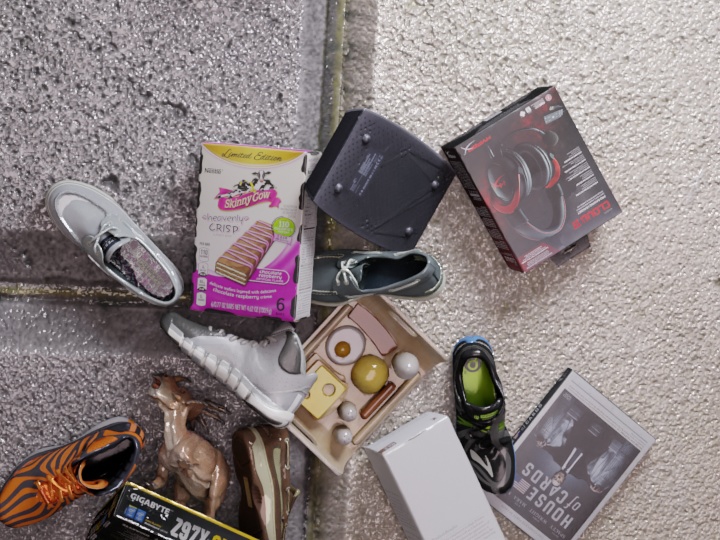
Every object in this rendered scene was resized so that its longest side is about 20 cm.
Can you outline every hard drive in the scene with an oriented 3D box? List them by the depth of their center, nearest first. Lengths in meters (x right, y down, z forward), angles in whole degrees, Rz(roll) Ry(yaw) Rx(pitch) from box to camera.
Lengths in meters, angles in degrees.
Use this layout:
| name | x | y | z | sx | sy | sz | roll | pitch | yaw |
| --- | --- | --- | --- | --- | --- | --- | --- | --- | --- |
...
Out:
| name | x | y | z | sx | sy | sz | roll | pitch | yaw |
| --- | --- | --- | --- | --- | --- | --- | --- | --- | --- |
| hard drive | 0.022 | -0.105 | 1.692 | 0.200 | 0.042 | 0.135 | 28 | 92 | -49 |

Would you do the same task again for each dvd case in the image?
| name | x | y | z | sx | sy | sz | roll | pitch | yaw |
| --- | --- | --- | --- | --- | --- | --- | --- | --- | --- |
| dvd case | 0.261 | 0.248 | 1.831 | 0.150 | 0.025 | 0.200 | 39 | 89 | -11 |

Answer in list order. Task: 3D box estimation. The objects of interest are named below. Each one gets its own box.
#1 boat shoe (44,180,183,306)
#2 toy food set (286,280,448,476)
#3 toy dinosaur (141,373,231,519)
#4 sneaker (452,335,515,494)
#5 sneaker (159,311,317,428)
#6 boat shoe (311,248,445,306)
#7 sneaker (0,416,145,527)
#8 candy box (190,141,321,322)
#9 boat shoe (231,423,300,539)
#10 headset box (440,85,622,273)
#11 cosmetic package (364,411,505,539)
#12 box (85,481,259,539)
| name | x | y | z | sx | sy | sz | roll | pitch | yaw |
| --- | --- | --- | --- | --- | --- | --- | --- | --- | --- |
| boat shoe | -0.286 | -0.032 | 1.682 | 0.201 | 0.072 | 0.070 | 42 | 89 | -11 |
| toy food set | -0.008 | 0.133 | 1.754 | 0.143 | 0.060 | 0.200 | 44 | 88 | -12 |
| toy dinosaur | -0.195 | 0.229 | 1.729 | 0.085 | 0.136 | 0.201 | -4 | 125 | 25 |
| sneaker | 0.148 | 0.182 | 1.770 | 0.070 | 0.083 | 0.201 | -9 | 96 | 7 |
| sneaker | -0.135 | 0.088 | 1.715 | 0.200 | 0.075 | 0.116 | 39 | 83 | 3 |
| boat shoe | 0.000 | 0.000 | 1.708 | 0.199 | 0.062 | 0.073 | 1 | 69 | 15 |
| sneaker | -0.345 | 0.243 | 1.683 | 0.199 | 0.112 | 0.078 | -35 | 100 | -4 |
| candy box | -0.124 | -0.047 | 1.689 | 0.135 | 0.061 | 0.201 | 5 | 95 | 16 |
| boat shoe | -0.105 | 0.285 | 1.751 | 0.074 | 0.075 | 0.204 | -13 | 110 | -30 |
| headset box | 0.215 | -0.103 | 1.756 | 0.148 | 0.075 | 0.201 | -31 | 100 | -5 |
| cosmetic package | 0.096 | 0.286 | 1.776 | 0.101 | 0.074 | 0.201 | -27 | 99 | -18 |
| box | -0.213 | 0.327 | 1.693 | 0.199 | 0.160 | 0.050 | 26 | 62 | -11 |
